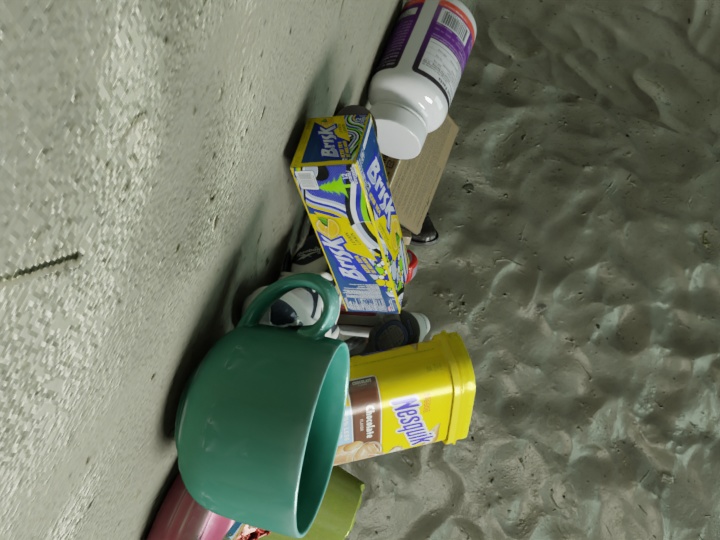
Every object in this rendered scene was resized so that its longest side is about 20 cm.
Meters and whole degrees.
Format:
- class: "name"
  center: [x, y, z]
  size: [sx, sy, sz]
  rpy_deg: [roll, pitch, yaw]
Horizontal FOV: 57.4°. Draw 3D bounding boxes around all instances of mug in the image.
- class: "mug"
  center: [-0.077, 0.109, 0.545]
  size: [0.153, 0.112, 0.188]
  rpy_deg: [84, 18, -57]

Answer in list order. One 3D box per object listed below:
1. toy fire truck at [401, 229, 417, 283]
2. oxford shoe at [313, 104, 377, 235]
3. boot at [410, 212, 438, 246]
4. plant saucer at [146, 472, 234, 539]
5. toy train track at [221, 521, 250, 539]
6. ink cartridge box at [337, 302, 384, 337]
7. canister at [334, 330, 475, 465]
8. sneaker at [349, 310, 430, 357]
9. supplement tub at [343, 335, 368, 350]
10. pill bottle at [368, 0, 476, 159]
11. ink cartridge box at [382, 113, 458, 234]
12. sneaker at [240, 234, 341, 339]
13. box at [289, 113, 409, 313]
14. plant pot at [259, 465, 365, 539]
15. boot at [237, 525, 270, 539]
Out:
- class: "toy fire truck"
  center: [0.045, -0.062, 1.199]
  size: [0.140, 0.200, 0.049]
  rpy_deg: [-27, 148, -38]
- class: "oxford shoe"
  center: [-0.010, -0.085, 0.762]
  size: [0.071, 0.070, 0.205]
  rpy_deg: [-73, 173, -77]
- class: "boot"
  center: [0.092, -0.163, 1.232]
  size: [0.176, 0.068, 0.201]
  rpy_deg: [92, -25, -46]
- class: "plant saucer"
  center: [-0.161, 0.250, 0.638]
  size: [0.201, 0.050, 0.205]
  rpy_deg: [20, 89, -86]
- class: "toy train track"
  center: [-0.110, 0.214, 0.618]
  size: [0.116, 0.032, 0.200]
  rpy_deg: [-64, 173, 21]
- class: "ink cartridge box"
  center: [0.000, 0.000, 0.891]
  size: [0.200, 0.083, 0.149]
  rpy_deg: [58, 37, -70]
- class: "canister"
  center: [0.027, 0.159, 0.785]
  size: [0.151, 0.195, 0.088]
  rpy_deg: [89, -13, -45]
- class: "sneaker"
  center: [0.019, 0.124, 0.878]
  size: [0.199, 0.075, 0.087]
  rpy_deg: [-38, 164, 27]
- class: "supplement tub"
  center: [-0.025, 0.177, 1.024]
  size: [0.198, 0.123, 0.123]
  rpy_deg: [-29, -157, 37]
- class: "pill bottle"
  center: [0.075, -0.255, 0.871]
  size: [0.112, 0.109, 0.203]
  rpy_deg: [99, 12, -70]
- class: "ink cartridge box"
  center: [0.073, -0.181, 1.080]
  size: [0.164, 0.074, 0.204]
  rpy_deg: [25, 85, -62]
- class: "sneaker"
  center: [-0.063, 0.014, 0.676]
  size: [0.199, 0.078, 0.133]
  rpy_deg: [46, 45, -65]
- class: "box"
  center: [-0.003, -0.048, 0.636]
  size: [0.202, 0.063, 0.071]
  rpy_deg: [71, 25, -46]
- class: "plant pot"
  center: [-0.098, 0.355, 1.025]
  size: [0.200, 0.186, 0.204]
  rpy_deg: [21, 90, -87]
- class: "boot"
  center: [-0.139, 0.295, 0.773]
  size: [0.076, 0.105, 0.202]
  rpy_deg: [109, 6, -54]
